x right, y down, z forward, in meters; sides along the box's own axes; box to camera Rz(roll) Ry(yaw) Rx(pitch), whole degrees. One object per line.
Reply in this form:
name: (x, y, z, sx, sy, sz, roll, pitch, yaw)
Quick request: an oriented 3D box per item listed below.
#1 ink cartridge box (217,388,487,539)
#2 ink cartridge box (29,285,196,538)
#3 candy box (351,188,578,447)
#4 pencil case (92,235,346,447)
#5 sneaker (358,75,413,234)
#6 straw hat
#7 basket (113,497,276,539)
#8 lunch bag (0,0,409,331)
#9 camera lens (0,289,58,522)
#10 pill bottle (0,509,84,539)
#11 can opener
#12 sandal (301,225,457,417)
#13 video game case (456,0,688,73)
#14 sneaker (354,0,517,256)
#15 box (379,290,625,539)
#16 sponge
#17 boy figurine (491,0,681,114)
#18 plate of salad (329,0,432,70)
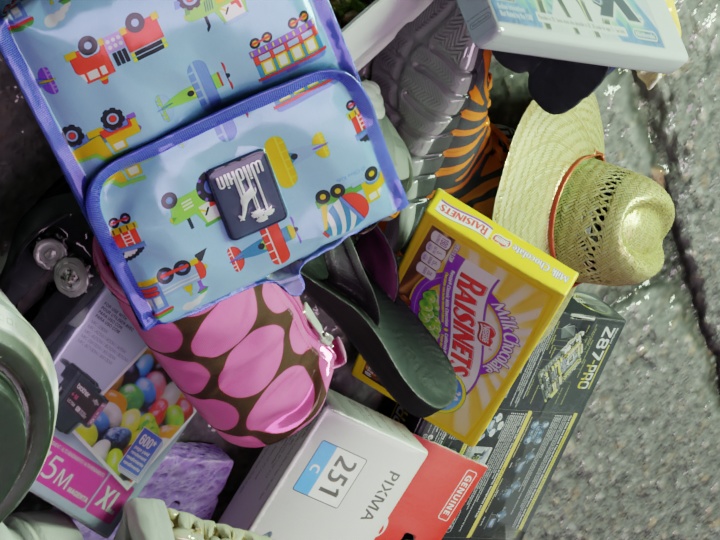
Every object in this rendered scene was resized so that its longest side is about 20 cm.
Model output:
ink cartridge box: (-0.016, 0.196, 1.313, 0.175, 0.045, 0.201, 27, 100, -33)
ink cartridge box: (-0.141, 0.052, 1.158, 0.201, 0.042, 0.119, -57, 135, -8)
candy box: (0.063, 0.036, 1.230, 0.027, 0.102, 0.201, -58, 174, -36)
pencil case: (-0.076, 0.023, 1.083, 0.093, 0.092, 0.200, -16, 151, 8)
sneaker: (-0.008, -0.057, 1.094, 0.074, 0.080, 0.200, -37, -177, 20)
straw hat: (0.161, -0.030, 1.260, 0.201, 0.084, 0.203, -39, 135, -54)
basket: (-0.106, 0.263, 1.162, 0.122, 0.136, 0.202, 14, 109, -22)
lunch bag: (-0.076, -0.074, 0.938, 0.150, 0.094, 0.201, -27, 113, -6)
camera lens: (-0.257, 0.044, 0.966, 0.159, 0.200, 0.161, -20, 130, -26)
pill bottle: (-0.266, 0.201, 1.132, 0.198, 0.114, 0.115, -4, 122, -36)
can opener: (-0.198, 0.028, 1.089, 0.063, 0.079, 0.200, 37, 105, -8)
sandal: (0.001, 0.000, 1.180, 0.048, 0.075, 0.201, -33, 104, 32)
video game case: (0.097, -0.201, 1.074, 0.022, 0.184, 0.199, -31, 162, 35)
sneaker: (0.064, -0.102, 1.215, 0.111, 0.078, 0.201, -11, 136, -37)
box: (0.089, 0.105, 1.388, 0.160, 0.049, 0.202, 8, 114, -38)
sponge: (-0.168, 0.201, 1.268, 0.111, 0.030, 0.201, 8, 113, -42)
boy figurine: (0.148, -0.169, 1.188, 0.064, 0.124, 0.200, -45, 179, 34)
plate of salad: (-0.022, -0.128, 1.070, 0.200, 0.200, 0.048, -41, 92, -7)
